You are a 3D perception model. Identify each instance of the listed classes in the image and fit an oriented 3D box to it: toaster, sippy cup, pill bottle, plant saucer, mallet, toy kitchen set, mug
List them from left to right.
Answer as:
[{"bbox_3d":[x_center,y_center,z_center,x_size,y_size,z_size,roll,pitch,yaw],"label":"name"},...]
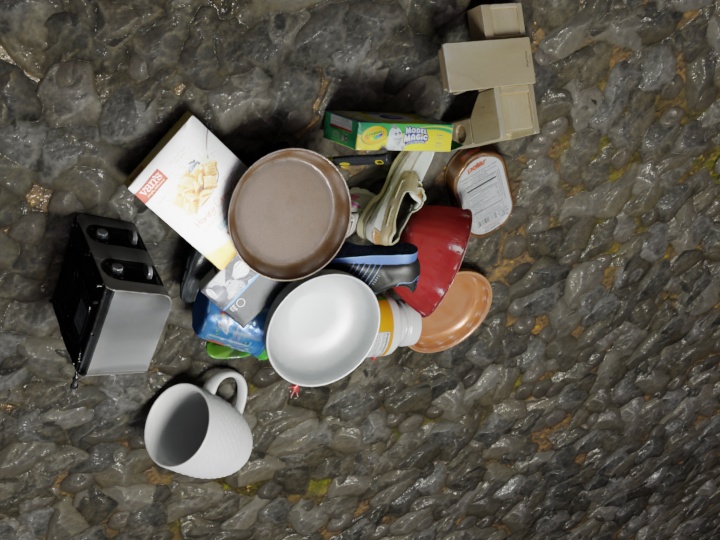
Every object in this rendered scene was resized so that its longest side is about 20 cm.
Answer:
[{"bbox_3d":[-0.377,0.048,1.571,0.117,0.182,0.202,4,126,-35],"label":"toaster"},{"bbox_3d":[-0.266,0.273,1.888,0.175,0.146,0.203,37,75,-54],"label":"mug"},{"bbox_3d":[-0.206,0.070,1.745,0.128,0.139,0.181,11,96,-25],"label":"sippy cup"},{"bbox_3d":[-0.109,-0.086,1.590,0.196,0.032,0.204,-7,109,-22],"label":"plant saucer"},{"bbox_3d":[-0.043,-0.160,1.616,0.196,0.042,0.066,5,145,20],"label":"mallet"},{"bbox_3d":[0.004,0.096,1.846,0.197,0.112,0.112,-2,129,-29],"label":"pill bottle"},{"bbox_3d":[0.161,0.072,2.032,0.197,0.038,0.203,-18,135,-18],"label":"plant saucer"},{"bbox_3d":[0.158,-0.299,1.670,0.161,0.180,0.204,-10,93,-28],"label":"toy kitchen set"}]

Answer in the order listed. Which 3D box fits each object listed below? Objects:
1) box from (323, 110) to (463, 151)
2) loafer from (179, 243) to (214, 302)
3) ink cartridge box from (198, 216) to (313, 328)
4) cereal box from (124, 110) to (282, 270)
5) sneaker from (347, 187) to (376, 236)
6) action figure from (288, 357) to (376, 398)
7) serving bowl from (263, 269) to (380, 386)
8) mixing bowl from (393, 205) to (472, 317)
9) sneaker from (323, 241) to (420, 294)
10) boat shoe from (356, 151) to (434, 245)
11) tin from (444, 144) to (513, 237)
[{"bbox_3d":[0.054,-0.217,1.643,0.197,0.117,0.049,-1,106,-31],"label":"box"},{"bbox_3d":[-0.236,-0.032,1.664,0.069,0.068,0.203,15,117,-17],"label":"loafer"},{"bbox_3d":[-0.150,-0.014,1.643,0.200,0.039,0.099,-47,116,4],"label":"ink cartridge box"},{"bbox_3d":[-0.231,-0.116,1.565,0.144,0.040,0.200,-48,121,-1],"label":"cereal box"},{"bbox_3d":[-0.032,-0.084,1.734,0.197,0.089,0.082,3,127,-34],"label":"sneaker"},{"bbox_3d":[-0.072,0.166,1.895,0.197,0.065,0.101,1,117,-31],"label":"action figure"},{"bbox_3d":[-0.069,0.084,1.698,0.197,0.066,0.204,-12,120,-22],"label":"serving bowl"},{"bbox_3d":[0.101,-0.033,1.812,0.107,0.201,0.202,23,118,-9],"label":"mixing bowl"},{"bbox_3d":[0.000,0.000,1.723,0.196,0.070,0.079,2,116,11],"label":"sneaker"},{"bbox_3d":[0.074,-0.126,1.726,0.202,0.068,0.075,-59,148,-12],"label":"boat shoe"},{"bbox_3d":[0.214,-0.140,1.874,0.111,0.042,0.201,-32,138,-8],"label":"tin"}]
